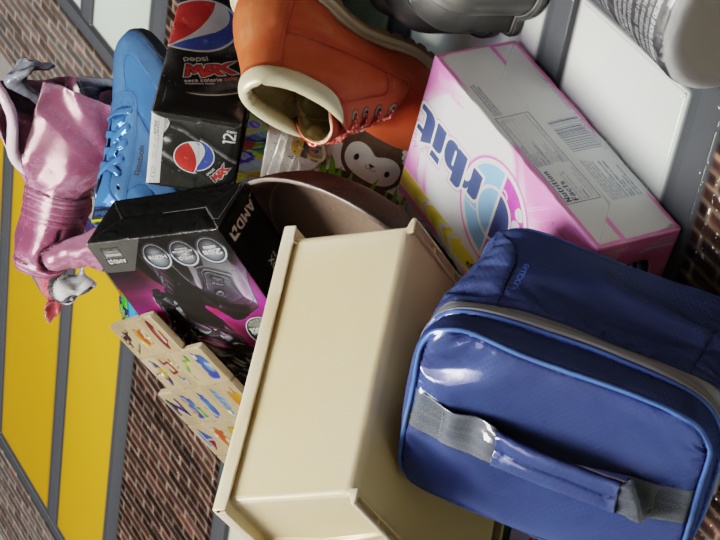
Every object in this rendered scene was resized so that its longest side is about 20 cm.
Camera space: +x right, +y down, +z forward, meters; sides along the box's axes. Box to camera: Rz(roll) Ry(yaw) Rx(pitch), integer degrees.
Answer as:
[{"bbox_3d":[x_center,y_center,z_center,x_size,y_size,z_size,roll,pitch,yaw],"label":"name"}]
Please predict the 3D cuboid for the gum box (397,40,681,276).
[{"bbox_3d":[0.110,-0.036,1.282,0.200,0.066,0.114,54,144,35],"label":"gum box"}]

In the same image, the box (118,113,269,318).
[{"bbox_3d":[-0.096,-0.022,1.609,0.200,0.122,0.193,37,132,50],"label":"box"}]

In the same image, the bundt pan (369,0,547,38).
[{"bbox_3d":[0.044,-0.241,1.303,0.202,0.076,0.202,33,129,52],"label":"bundt pan"}]

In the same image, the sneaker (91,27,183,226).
[{"bbox_3d":[-0.163,-0.078,1.502,0.066,0.078,0.201,-16,85,63],"label":"sneaker"}]

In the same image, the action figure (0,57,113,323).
[{"bbox_3d":[-0.234,-0.055,1.577,0.134,0.149,0.201,24,108,48],"label":"action figure"}]

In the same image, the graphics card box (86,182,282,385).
[{"bbox_3d":[-0.088,0.030,1.438,0.125,0.051,0.200,-4,131,36],"label":"graphics card box"}]

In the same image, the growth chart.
[{"bbox_3d":[-0.009,-0.073,1.443,0.144,0.018,0.200,12,117,10],"label":"growth chart"}]

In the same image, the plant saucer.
[{"bbox_3d":[0.000,0.000,1.399,0.200,0.035,0.200,30,152,18],"label":"plant saucer"}]

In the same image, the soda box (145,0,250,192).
[{"bbox_3d":[-0.104,-0.145,1.448,0.200,0.063,0.071,-84,3,-47],"label":"soda box"}]

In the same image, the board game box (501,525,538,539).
[{"bbox_3d":[0.062,0.215,1.405,0.200,0.041,0.200,-18,53,61],"label":"board game box"}]

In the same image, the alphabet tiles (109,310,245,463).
[{"bbox_3d":[-0.097,0.106,1.472,0.200,0.008,0.167,48,159,-11],"label":"alphabet tiles"}]

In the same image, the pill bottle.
[{"bbox_3d":[0.150,-0.197,1.096,0.200,0.106,0.106,54,145,35],"label":"pill bottle"}]

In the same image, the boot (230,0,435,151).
[{"bbox_3d":[-0.008,-0.110,1.326,0.075,0.200,0.107,-30,46,34],"label":"boot"}]

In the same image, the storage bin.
[{"bbox_3d":[0.018,0.105,1.272,0.094,0.199,0.200,-7,52,28],"label":"storage bin"}]

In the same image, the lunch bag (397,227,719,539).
[{"bbox_3d":[0.127,0.083,1.166,0.200,0.132,0.136,20,130,15],"label":"lunch bag"}]
